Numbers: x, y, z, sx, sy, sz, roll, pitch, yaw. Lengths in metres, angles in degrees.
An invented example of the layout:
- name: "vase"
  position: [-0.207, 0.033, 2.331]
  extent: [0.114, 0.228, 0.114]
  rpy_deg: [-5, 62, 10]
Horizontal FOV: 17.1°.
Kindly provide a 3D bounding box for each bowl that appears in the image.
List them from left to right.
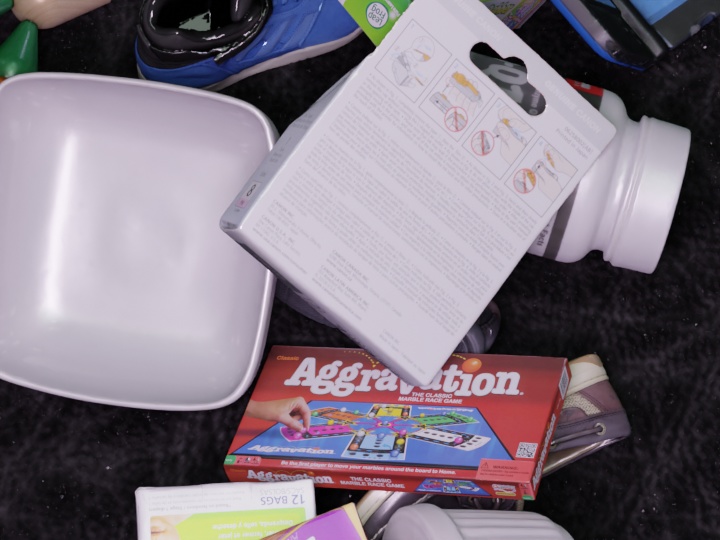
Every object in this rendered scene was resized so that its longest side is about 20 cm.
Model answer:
- name: "bowl"
  position: [-0.141, -0.019, 1.497]
  extent: [0.198, 0.075, 0.202]
  rpy_deg: [8, 96, 13]

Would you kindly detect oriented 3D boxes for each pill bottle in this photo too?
- name: "pill bottle"
  position: [0.104, -0.072, 1.531]
  extent: [0.198, 0.114, 0.115]
  rpy_deg: [15, 74, 2]

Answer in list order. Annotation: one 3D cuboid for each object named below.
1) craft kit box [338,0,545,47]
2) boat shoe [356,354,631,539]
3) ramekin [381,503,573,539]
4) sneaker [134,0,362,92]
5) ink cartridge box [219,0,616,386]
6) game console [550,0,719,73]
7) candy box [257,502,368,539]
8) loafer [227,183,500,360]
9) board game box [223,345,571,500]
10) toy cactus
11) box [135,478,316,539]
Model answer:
- name: "craft kit box"
  position: [0.013, -0.233, 1.541]
  extent: [0.198, 0.200, 0.049]
  rpy_deg: [49, 118, 13]
- name: "boat shoe"
  position: [0.082, 0.126, 1.498]
  extent: [0.199, 0.072, 0.065]
  rpy_deg: [-31, 73, -16]
- name: "ramekin"
  position: [0.081, 0.234, 1.408]
  extent: [0.093, 0.202, 0.204]
  rpy_deg: [-5, 74, -15]
- name: "sneaker"
  position: [-0.057, -0.183, 1.558]
  extent: [0.199, 0.111, 0.077]
  rpy_deg: [-25, 76, -9]
- name: "ink cartridge box"
  position: [0.035, -0.055, 1.446]
  extent: [0.162, 0.057, 0.201]
  rpy_deg: [40, 79, -21]
- name: "game console"
  position: [0.160, -0.243, 1.585]
  extent: [0.118, 0.171, 0.200]
  rpy_deg: [-43, 78, 15]
- name: "candy box"
  position: [-0.073, 0.225, 1.365]
  extent: [0.198, 0.057, 0.117]
  rpy_deg: [-20, 75, -6]
- name: "loafer"
  position: [0.000, 0.000, 1.540]
  extent: [0.199, 0.072, 0.063]
  rpy_deg: [33, 38, 10]
- name: "board game box"
  position: [0.023, 0.092, 1.472]
  extent: [0.198, 0.020, 0.103]
  rpy_deg: [1, 44, 21]
- name: "toy cactus"
  position: [-0.244, -0.167, 1.571]
  extent: [0.164, 0.102, 0.201]
  rpy_deg: [-15, 72, -26]
- name: "box"
  position: [-0.075, 0.236, 1.443]
  extent: [0.111, 0.101, 0.202]
  rpy_deg: [-3, 74, -2]
